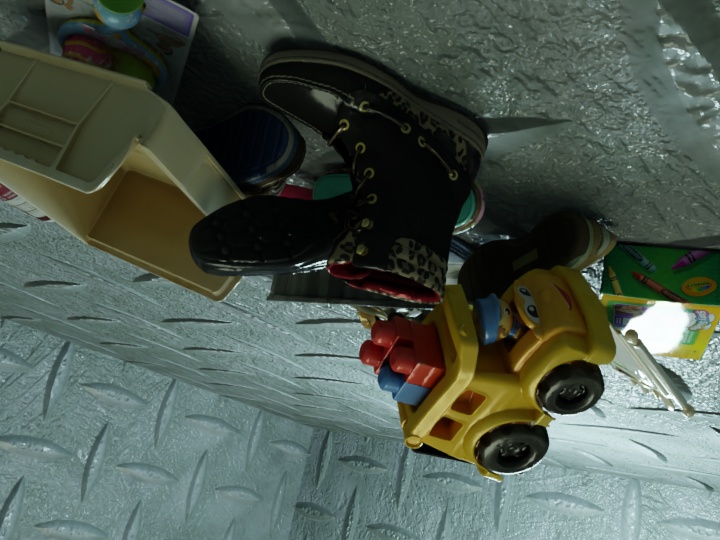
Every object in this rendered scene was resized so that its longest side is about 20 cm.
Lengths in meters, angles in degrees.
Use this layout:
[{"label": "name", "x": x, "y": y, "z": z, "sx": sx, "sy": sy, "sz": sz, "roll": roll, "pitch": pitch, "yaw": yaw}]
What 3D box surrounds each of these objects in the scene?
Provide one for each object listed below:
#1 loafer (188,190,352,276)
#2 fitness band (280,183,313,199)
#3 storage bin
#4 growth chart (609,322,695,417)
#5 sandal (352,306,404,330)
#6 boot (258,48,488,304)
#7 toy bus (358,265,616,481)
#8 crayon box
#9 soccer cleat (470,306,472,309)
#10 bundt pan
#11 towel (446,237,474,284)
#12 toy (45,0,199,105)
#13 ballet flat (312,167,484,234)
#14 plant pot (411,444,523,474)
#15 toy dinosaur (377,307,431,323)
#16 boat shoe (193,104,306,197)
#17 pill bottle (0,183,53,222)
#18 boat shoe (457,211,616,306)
[{"label": "loafer", "x": -0.048, "y": -0.026, "z": 0.588, "sx": 0.197, "sy": 0.069, "sz": 0.071, "roll": -12, "pitch": 157, "yaw": -26}, {"label": "fitness band", "x": -0.103, "y": -0.071, "z": 0.805, "sx": 0.196, "sy": 0.038, "sz": 0.143, "roll": 5, "pitch": 160, "yaw": 29}, {"label": "storage bin", "x": -0.205, "y": -0.076, "z": 0.593, "sx": 0.195, "sy": 0.095, "sz": 0.201, "roll": 21, "pitch": 163, "yaw": 24}, {"label": "growth chart", "x": 0.281, "y": 0.084, "z": 0.787, "sx": 0.145, "sy": 0.018, "sz": 0.200, "roll": 48, "pitch": 178, "yaw": -25}, {"label": "sandal", "x": 0.011, "y": 0.054, "z": 1.005, "sx": 0.197, "sy": 0.081, "sz": 0.054, "roll": 28, "pitch": 114, "yaw": -25}, {"label": "boot", "x": 0.000, "y": -0.071, "z": 0.541, "sx": 0.196, "sy": 0.154, "sz": 0.073, "roll": 20, "pitch": 161, "yaw": -18}, {"label": "toy bus", "x": 0.104, "y": 0.078, "z": 0.648, "sx": 0.189, "sy": 0.137, "sz": 0.202, "roll": 20, "pitch": 125, "yaw": -20}, {"label": "crayon box", "x": 0.330, "y": 0.040, "z": 0.774, "sx": 0.116, "sy": 0.060, "sz": 0.200, "roll": 6, "pitch": 160, "yaw": 21}, {"label": "soccer cleat", "x": 0.161, "y": 0.079, "z": 0.923, "sx": 0.063, "sy": 0.086, "sz": 0.199, "roll": -2, "pitch": 170, "yaw": 30}, {"label": "bundt pan", "x": 0.000, "y": 0.000, "z": 0.741, "sx": 0.196, "sy": 0.078, "sz": 0.202, "roll": 4, "pitch": 177, "yaw": 0}, {"label": "towel", "x": 0.093, "y": -0.006, "z": 0.872, "sx": 0.197, "sy": 0.024, "sz": 0.146, "roll": 26, "pitch": 159, "yaw": -32}, {"label": "toy", "x": -0.205, "y": -0.171, "z": 0.567, "sx": 0.113, "sy": 0.048, "sz": 0.199, "roll": 22, "pitch": 160, "yaw": -17}, {"label": "ballet flat", "x": 0.042, "y": -0.069, "z": 0.676, "sx": 0.197, "sy": 0.071, "sz": 0.070, "roll": 5, "pitch": 179, "yaw": 37}, {"label": "plant pot", "x": 0.216, "y": 0.233, "z": 1.233, "sx": 0.195, "sy": 0.205, "sz": 0.177, "roll": 6, "pitch": 171, "yaw": 22}, {"label": "toy dinosaur", "x": 0.062, "y": 0.038, "z": 0.946, "sx": 0.197, "sy": 0.104, "sz": 0.077, "roll": 12, "pitch": 135, "yaw": -36}, {"label": "boat shoe", "x": -0.105, "y": -0.107, "z": 0.666, "sx": 0.072, "sy": 0.074, "sz": 0.198, "roll": 22, "pitch": 171, "yaw": -39}, {"label": "pill bottle", "x": -0.331, "y": -0.121, "z": 0.700, "sx": 0.112, "sy": 0.117, "sz": 0.199, "roll": 0, "pitch": 158, "yaw": 35}, {"label": "boat shoe", "x": 0.185, "y": -0.001, "z": 0.745, "sx": 0.075, "sy": 0.074, "sz": 0.199, "roll": 7, "pitch": 163, "yaw": -29}]
